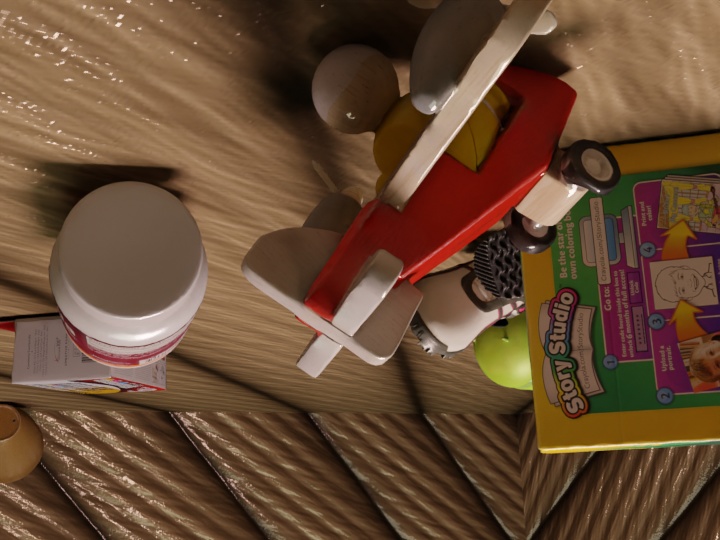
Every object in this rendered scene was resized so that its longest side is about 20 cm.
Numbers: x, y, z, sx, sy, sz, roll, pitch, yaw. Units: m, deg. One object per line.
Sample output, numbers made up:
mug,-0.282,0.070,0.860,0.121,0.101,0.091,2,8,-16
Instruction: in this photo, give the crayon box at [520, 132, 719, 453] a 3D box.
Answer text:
crayon box,0.197,0.016,0.603,0.171,0.202,0.058,-6,166,14

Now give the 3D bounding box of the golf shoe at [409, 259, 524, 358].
golf shoe,0.112,0.014,0.818,0.199,0.077,0.088,-23,165,-50

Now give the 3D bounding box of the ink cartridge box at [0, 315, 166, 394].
ink cartridge box,-0.373,0.116,1.190,0.174,0.085,0.200,-4,168,8

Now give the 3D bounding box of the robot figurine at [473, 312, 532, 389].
robot figurine,0.227,0.092,1.129,0.199,0.117,0.175,6,169,-33

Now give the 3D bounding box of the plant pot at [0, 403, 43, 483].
plant pot,-0.883,0.409,2.213,0.185,0.188,0.200,2,153,-18

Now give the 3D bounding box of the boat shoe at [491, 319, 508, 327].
boat shoe,0.133,0.031,0.971,0.199,0.063,0.074,-12,166,41

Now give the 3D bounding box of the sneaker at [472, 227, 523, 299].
sneaker,0.192,-0.036,0.719,0.198,0.071,0.093,-18,-172,24

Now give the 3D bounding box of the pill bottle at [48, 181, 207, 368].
pill bottle,-0.179,0.008,0.690,0.113,0.115,0.200,1,166,-15

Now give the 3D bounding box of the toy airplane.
toy airplane,0.017,-0.046,0.436,0.200,0.141,0.199,-40,171,11
